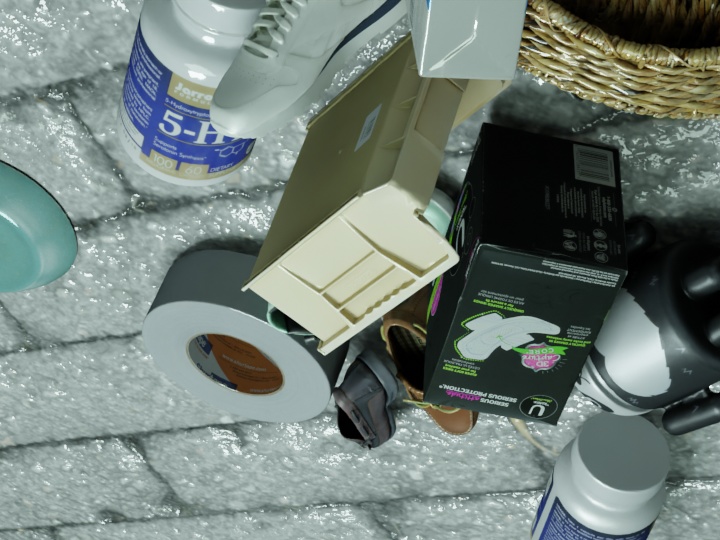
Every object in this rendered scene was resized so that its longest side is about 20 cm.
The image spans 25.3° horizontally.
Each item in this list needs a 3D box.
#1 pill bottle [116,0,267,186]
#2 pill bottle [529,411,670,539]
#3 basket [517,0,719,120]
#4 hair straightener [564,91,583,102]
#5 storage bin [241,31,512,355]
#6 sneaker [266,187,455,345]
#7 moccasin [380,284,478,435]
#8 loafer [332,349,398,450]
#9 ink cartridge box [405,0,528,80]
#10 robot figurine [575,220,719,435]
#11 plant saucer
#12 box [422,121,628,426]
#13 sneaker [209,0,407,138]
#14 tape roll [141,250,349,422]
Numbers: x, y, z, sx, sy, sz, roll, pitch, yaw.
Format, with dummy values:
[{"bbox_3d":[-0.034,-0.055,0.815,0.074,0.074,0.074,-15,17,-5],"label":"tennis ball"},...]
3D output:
[{"bbox_3d":[-0.121,-0.171,1.272,0.119,0.120,0.201,20,142,-4],"label":"pill bottle"},{"bbox_3d":[0.243,0.234,1.621,0.115,0.116,0.201,14,142,4],"label":"pill bottle"},{"bbox_3d":[0.201,-0.204,1.091,0.198,0.144,0.150,14,142,5],"label":"basket"},{"bbox_3d":[0.102,-0.193,1.219,0.199,0.041,0.077,34,134,-19],"label":"hair straightener"},{"bbox_3d":[0.017,-0.071,1.276,0.093,0.201,0.198,35,138,-18],"label":"storage bin"},{"bbox_3d":[0.000,0.000,1.433,0.199,0.119,0.074,-22,126,38],"label":"sneaker"},{"bbox_3d":[0.068,0.097,1.553,0.073,0.078,0.202,-1,138,18],"label":"moccasin"},{"bbox_3d":[-0.005,0.139,1.608,0.072,0.063,0.200,48,163,17],"label":"loafer"},{"bbox_3d":[0.065,-0.233,1.073,0.067,0.201,0.117,0,133,-7],"label":"ink cartridge box"},{"bbox_3d":[0.263,0.050,1.382,0.124,0.151,0.200,24,145,-26],"label":"robot figurine"},{"bbox_3d":[-0.383,-0.038,1.600,0.198,0.036,0.201,11,141,8],"label":"plant saucer"},{"bbox_3d":[0.133,0.006,1.340,0.123,0.149,0.201,11,135,-6],"label":"box"},{"bbox_3d":[-0.045,-0.182,1.170,0.076,0.200,0.081,30,161,36],"label":"sneaker"},{"bbox_3d":[-0.113,0.068,1.582,0.199,0.067,0.201,16,147,11],"label":"tape roll"}]
